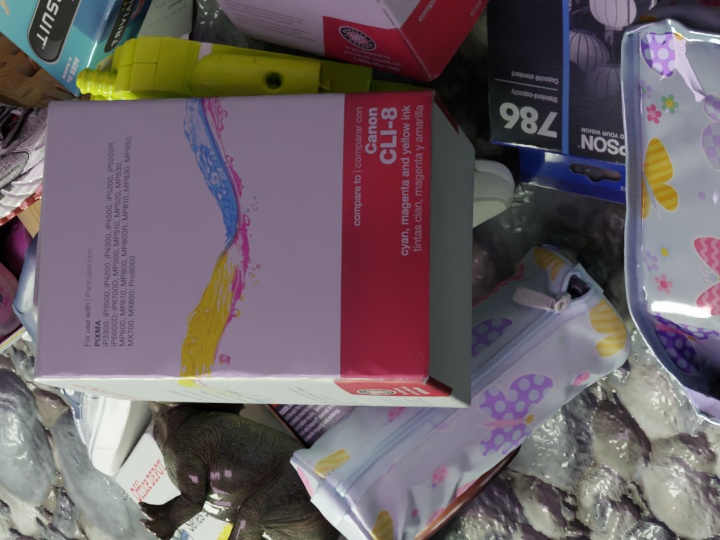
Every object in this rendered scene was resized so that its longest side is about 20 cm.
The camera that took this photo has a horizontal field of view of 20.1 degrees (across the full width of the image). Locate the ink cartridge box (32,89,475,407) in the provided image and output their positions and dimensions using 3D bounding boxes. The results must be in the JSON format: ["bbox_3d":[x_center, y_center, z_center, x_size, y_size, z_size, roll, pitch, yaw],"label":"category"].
[{"bbox_3d":[-0.050,-0.007,1.036,0.199,0.145,0.145,-1,82,11],"label":"ink cartridge box"}]

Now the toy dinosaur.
[{"bbox_3d":[-0.065,0.129,1.192,0.200,0.077,0.102,37,88,5],"label":"toy dinosaur"}]

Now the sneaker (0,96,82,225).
[{"bbox_3d":[-0.234,-0.070,1.207,0.200,0.078,0.082,-13,116,40],"label":"sneaker"}]

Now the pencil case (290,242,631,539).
[{"bbox_3d":[0.057,0.074,1.126,0.083,0.200,0.091,50,172,-1],"label":"pencil case"}]

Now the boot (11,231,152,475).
[{"bbox_3d":[-0.171,0.049,1.286,0.090,0.073,0.200,29,142,9],"label":"boot"}]

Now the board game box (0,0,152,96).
[{"bbox_3d":[-0.195,-0.218,1.135,0.200,0.047,0.151,40,132,12],"label":"board game box"}]

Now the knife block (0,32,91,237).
[{"bbox_3d":[-0.182,-0.047,1.295,0.199,0.064,0.176,24,133,12],"label":"knife block"}]

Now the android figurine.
[{"bbox_3d":[-0.056,-0.091,1.131,0.199,0.182,0.041,7,83,1],"label":"android figurine"}]

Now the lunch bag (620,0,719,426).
[{"bbox_3d":[0.204,-0.047,0.966,0.127,0.170,0.201,12,120,26],"label":"lunch bag"}]

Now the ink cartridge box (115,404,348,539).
[{"bbox_3d":[-0.055,0.165,1.303,0.200,0.087,0.145,49,157,3],"label":"ink cartridge box"}]

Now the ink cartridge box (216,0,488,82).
[{"bbox_3d":[-0.036,-0.197,1.014,0.147,0.086,0.200,21,157,39],"label":"ink cartridge box"}]

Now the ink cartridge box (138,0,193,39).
[{"bbox_3d":[-0.161,-0.198,1.201,0.115,0.068,0.201,23,128,24],"label":"ink cartridge box"}]

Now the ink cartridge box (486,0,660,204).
[{"bbox_3d":[0.117,-0.120,1.073,0.099,0.039,0.201,12,123,29],"label":"ink cartridge box"}]

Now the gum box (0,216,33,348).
[{"bbox_3d":[-0.263,0.033,1.322,0.066,0.200,0.113,53,134,-3],"label":"gum box"}]

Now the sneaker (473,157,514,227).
[{"bbox_3d":[0.000,0.000,1.145,0.075,0.199,0.081,67,179,-71],"label":"sneaker"}]

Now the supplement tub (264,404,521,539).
[{"bbox_3d":[-0.003,0.063,1.221,0.200,0.107,0.107,47,133,1],"label":"supplement tub"}]
